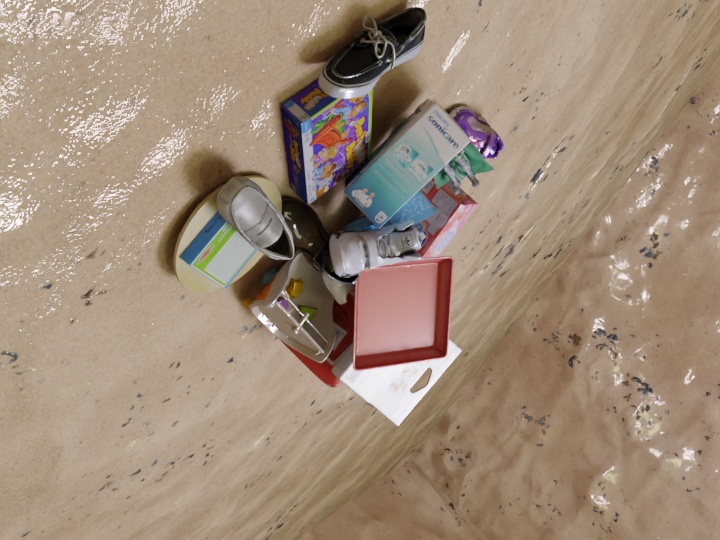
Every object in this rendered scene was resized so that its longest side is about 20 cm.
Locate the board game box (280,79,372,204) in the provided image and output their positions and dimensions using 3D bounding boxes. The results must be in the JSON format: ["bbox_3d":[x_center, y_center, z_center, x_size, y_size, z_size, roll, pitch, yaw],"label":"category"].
[{"bbox_3d":[-0.046,-0.202,1.159,0.134,0.045,0.200,-39,159,-19],"label":"board game box"}]

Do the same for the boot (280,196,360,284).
[{"bbox_3d":[-0.067,-0.048,1.286,0.075,0.097,0.200,-52,145,-7],"label":"boot"}]

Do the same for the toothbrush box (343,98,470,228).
[{"bbox_3d":[0.071,-0.177,1.271,0.200,0.085,0.146,-45,-170,9],"label":"toothbrush box"}]

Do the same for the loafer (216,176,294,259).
[{"bbox_3d":[-0.139,-0.069,1.094,0.070,0.070,0.200,-51,158,-5],"label":"loafer"}]

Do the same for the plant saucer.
[{"bbox_3d":[0.072,0.073,1.431,0.199,0.037,0.201,-5,107,-25],"label":"plant saucer"}]

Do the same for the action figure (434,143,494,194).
[{"bbox_3d":[0.154,-0.221,1.429,0.118,0.055,0.200,-21,135,20],"label":"action figure"}]

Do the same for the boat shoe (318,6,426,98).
[{"bbox_3d":[0.022,-0.300,1.062,0.199,0.074,0.068,-34,160,-31],"label":"boat shoe"}]

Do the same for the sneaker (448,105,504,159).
[{"bbox_3d":[0.219,-0.256,1.515,0.081,0.088,0.200,-52,157,23],"label":"sneaker"}]

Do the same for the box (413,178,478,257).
[{"bbox_3d":[0.141,-0.093,1.652,0.095,0.103,0.200,-9,138,-58],"label":"box"}]

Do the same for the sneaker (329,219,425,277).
[{"bbox_3d":[0.031,-0.040,1.264,0.115,0.075,0.200,-13,-178,23],"label":"sneaker"}]

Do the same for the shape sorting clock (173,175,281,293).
[{"bbox_3d":[-0.194,-0.053,1.158,0.200,0.039,0.200,-42,156,-23],"label":"shape sorting clock"}]

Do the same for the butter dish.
[{"bbox_3d":[-0.060,0.095,1.551,0.199,0.200,0.148,-45,-176,-8],"label":"butter dish"}]

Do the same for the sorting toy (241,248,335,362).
[{"bbox_3d":[-0.102,0.033,1.413,0.180,0.107,0.200,-57,139,-19],"label":"sorting toy"}]

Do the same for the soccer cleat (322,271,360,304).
[{"bbox_3d":[0.000,0.000,1.460,0.069,0.078,0.200,-14,-170,39],"label":"soccer cleat"}]

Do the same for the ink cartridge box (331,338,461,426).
[{"bbox_3d":[0.071,0.171,1.505,0.200,0.045,0.176,-49,118,-5],"label":"ink cartridge box"}]

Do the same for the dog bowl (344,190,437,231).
[{"bbox_3d":[0.048,-0.092,1.425,0.111,0.050,0.200,-31,-174,-40],"label":"dog bowl"}]
